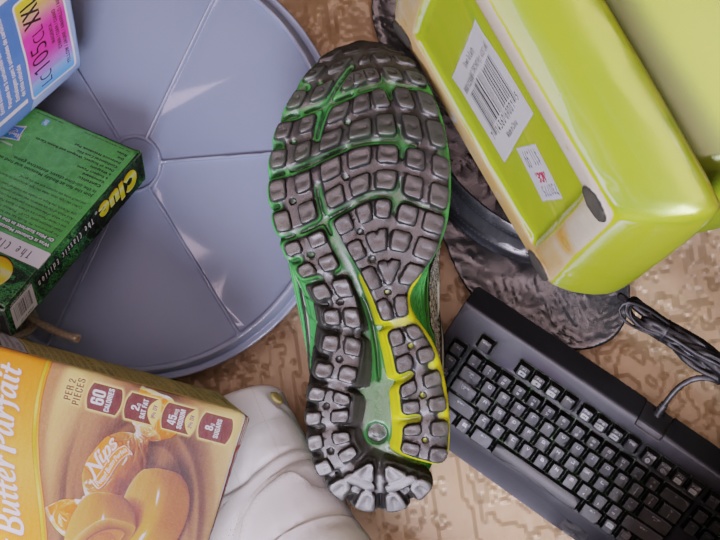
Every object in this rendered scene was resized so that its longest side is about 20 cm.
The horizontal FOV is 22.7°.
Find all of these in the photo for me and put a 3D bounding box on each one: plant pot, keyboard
[{"bbox_3d":[0.126,-0.108,0.723,0.181,0.200,0.200,-29,84,-9],"label":"plant pot"},{"bbox_3d":[0.126,0.075,0.806,0.199,0.021,0.127,34,115,5],"label":"keyboard"}]

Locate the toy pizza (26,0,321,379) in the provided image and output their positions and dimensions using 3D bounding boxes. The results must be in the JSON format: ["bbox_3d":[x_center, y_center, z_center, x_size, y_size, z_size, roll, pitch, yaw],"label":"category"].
[{"bbox_3d":[-0.102,-0.049,0.844,0.199,0.032,0.202,-1,88,12],"label":"toy pizza"}]

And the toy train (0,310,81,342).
[{"bbox_3d":[-0.233,0.046,0.829,0.199,0.085,0.116,22,102,15],"label":"toy train"}]

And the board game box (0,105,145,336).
[{"bbox_3d":[-0.208,-0.049,0.811,0.199,0.024,0.105,24,53,20],"label":"board game box"}]

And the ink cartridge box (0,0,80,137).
[{"bbox_3d":[-0.239,-0.080,0.774,0.136,0.077,0.200,29,56,24],"label":"ink cartridge box"}]

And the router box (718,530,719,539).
[{"bbox_3d":[0.215,0.177,0.754,0.149,0.062,0.201,11,113,11],"label":"router box"}]

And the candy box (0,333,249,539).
[{"bbox_3d":[-0.159,0.084,0.732,0.199,0.055,0.116,17,90,-19],"label":"candy box"}]

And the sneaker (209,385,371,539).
[{"bbox_3d":[-0.081,0.142,0.830,0.200,0.073,0.116,-47,52,23],"label":"sneaker"}]

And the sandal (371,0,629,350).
[{"bbox_3d":[0.059,-0.052,0.822,0.075,0.048,0.201,-27,86,5],"label":"sandal"}]

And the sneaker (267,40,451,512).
[{"bbox_3d":[0.000,0.000,0.791,0.077,0.085,0.201,0,94,1],"label":"sneaker"}]
